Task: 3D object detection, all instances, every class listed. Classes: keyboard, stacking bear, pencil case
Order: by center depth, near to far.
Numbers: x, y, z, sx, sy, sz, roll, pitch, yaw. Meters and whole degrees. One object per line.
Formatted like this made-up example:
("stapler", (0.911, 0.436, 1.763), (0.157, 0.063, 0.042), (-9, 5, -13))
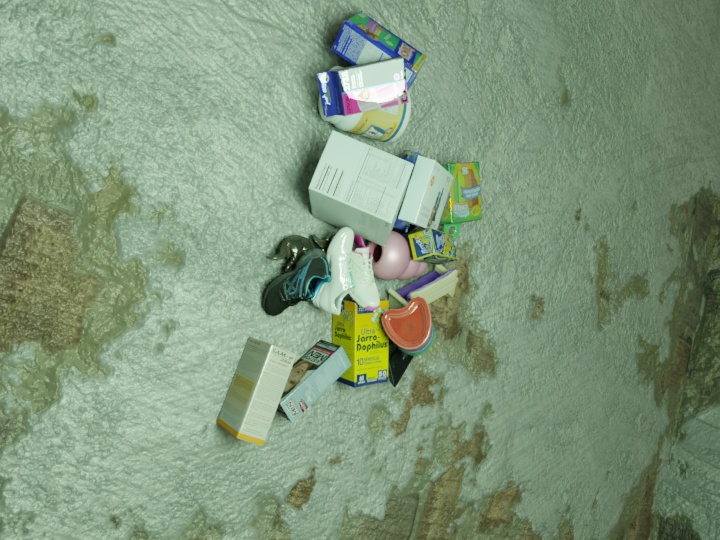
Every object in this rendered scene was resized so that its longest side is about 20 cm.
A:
("stacking bear", (0.136, 0.159, 1.447), (0.119, 0.200, 0.116), (-24, 69, 5))
("pencil case", (0.114, -0.204, 1.468), (0.076, 0.087, 0.206), (21, 79, -13))
("keyboard", (0.107, 0.202, 1.526), (0.200, 0.020, 0.131), (-47, 129, -56))

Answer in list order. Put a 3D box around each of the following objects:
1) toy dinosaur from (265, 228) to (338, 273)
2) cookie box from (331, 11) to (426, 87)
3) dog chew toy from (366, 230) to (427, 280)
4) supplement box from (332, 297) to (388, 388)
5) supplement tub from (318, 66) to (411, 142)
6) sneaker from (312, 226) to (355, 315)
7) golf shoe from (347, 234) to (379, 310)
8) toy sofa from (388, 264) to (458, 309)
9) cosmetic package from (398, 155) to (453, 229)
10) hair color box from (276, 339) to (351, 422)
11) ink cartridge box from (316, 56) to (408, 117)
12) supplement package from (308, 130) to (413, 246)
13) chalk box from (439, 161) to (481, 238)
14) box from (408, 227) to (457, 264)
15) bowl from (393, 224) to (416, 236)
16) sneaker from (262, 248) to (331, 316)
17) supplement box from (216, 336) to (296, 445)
("toy dinosaur", (-0.143, -0.042, 1.356), (0.195, 0.076, 0.106), (0, 81, -31))
("cookie box", (0.049, -0.512, 1.359), (0.197, 0.076, 0.172), (33, 33, -5))
("dog chew toy", (0.102, -0.032, 1.501), (0.196, 0.122, 0.129), (10, 87, -44))
("supplement box", (0.000, 0.174, 1.439), (0.106, 0.108, 0.208), (-2, 94, -35))
("supplement tub", (0.011, -0.401, 1.391), (0.195, 0.143, 0.150), (6, 89, -35))
("sneaker", (-0.041, 0.005, 1.346), (0.074, 0.087, 0.206), (0, 112, -57))
("golf shoe", (0.000, 0.000, 1.381), (0.073, 0.092, 0.203), (-2, 51, -34))
("toy sofa", (0.170, 0.047, 1.554), (0.197, 0.082, 0.100), (-26, 137, -32))
("cosmetic package", (0.166, -0.183, 1.423), (0.199, 0.050, 0.156), (5, 101, -68))
("hair color box", (-0.125, 0.256, 1.358), (0.199, 0.098, 0.062), (-42, 115, -27))
("ink cartridge box", (0.007, -0.402, 1.270), (0.193, 0.037, 0.097), (-12, 115, -3))
("supplement package", (0.000, -0.181, 1.322), (0.195, 0.192, 0.151), (22, 77, 3))
("chalk box", (0.252, -0.190, 1.594), (0.122, 0.122, 0.207), (-11, 99, -34))
("box", (0.192, -0.060, 1.500), (0.199, 0.063, 0.072), (6, 70, -65))
("bowl", (0.091, -0.187, 1.528), (0.196, 0.039, 0.208), (-2, 94, -36))
("sneaker", (-0.145, 0.042, 1.292), (0.200, 0.083, 0.072), (-44, 142, 20))
("supplement box", (-0.229, 0.260, 1.266), (0.072, 0.125, 0.205), (27, 78, -32))
